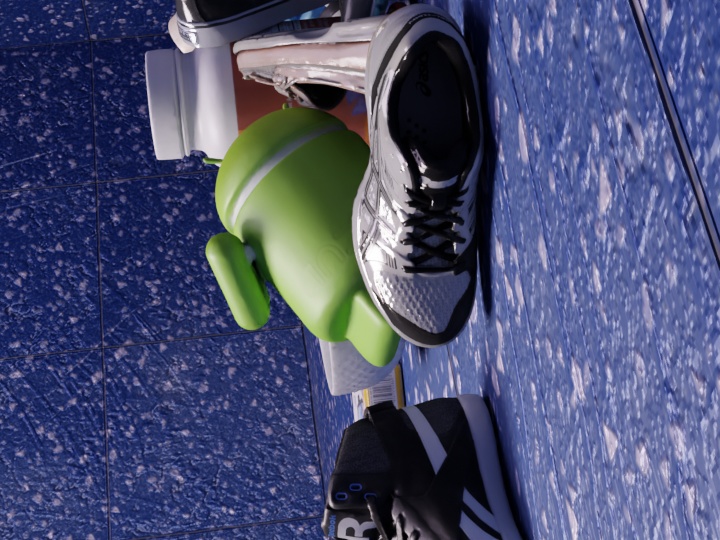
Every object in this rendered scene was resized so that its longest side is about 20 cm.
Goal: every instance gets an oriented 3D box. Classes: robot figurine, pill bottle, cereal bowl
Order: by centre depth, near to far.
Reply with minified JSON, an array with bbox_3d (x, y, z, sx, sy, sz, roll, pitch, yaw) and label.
[{"bbox_3d":[-0.022,-0.032,0.918,0.200,0.175,0.116,48,158,19],"label":"robot figurine"},{"bbox_3d":[-0.065,-0.138,1.028,0.112,0.198,0.113,174,90,-85],"label":"pill bottle"},{"bbox_3d":[0.000,0.000,1.091,0.200,0.083,0.202,171,90,-86],"label":"cereal bowl"}]

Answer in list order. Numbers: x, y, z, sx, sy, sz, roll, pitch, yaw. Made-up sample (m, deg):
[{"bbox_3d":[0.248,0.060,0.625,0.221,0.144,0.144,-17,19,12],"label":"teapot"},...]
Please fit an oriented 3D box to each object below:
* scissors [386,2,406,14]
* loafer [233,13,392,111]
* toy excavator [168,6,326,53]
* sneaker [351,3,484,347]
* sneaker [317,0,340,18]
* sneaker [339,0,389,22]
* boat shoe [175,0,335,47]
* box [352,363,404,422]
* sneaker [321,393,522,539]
[{"bbox_3d":[0.041,-0.110,0.896,0.201,0.014,0.074,-107,26,-48],"label":"scissors"},{"bbox_3d":[-0.022,-0.135,0.889,0.199,0.071,0.063,3,101,52],"label":"loafer"},{"bbox_3d":[-0.096,-0.243,1.188,0.100,0.199,0.196,-38,51,34],"label":"toy excavator"},{"bbox_3d":[0.033,-0.047,0.742,0.088,0.075,0.202,-116,20,-75],"label":"sneaker"},{"bbox_3d":[-0.002,-0.156,1.175,0.083,0.072,0.201,38,141,24],"label":"sneaker"},{"bbox_3d":[-0.022,-0.260,0.954,0.078,0.090,0.202,115,153,-78],"label":"sneaker"},{"bbox_3d":[-0.062,-0.241,1.008,0.073,0.198,0.069,35,143,41],"label":"boat shoe"},{"bbox_3d":[0.017,0.151,1.338,0.200,0.041,0.120,167,97,-82],"label":"box"},{"bbox_3d":[0.035,0.164,0.761,0.201,0.111,0.073,-101,7,-46],"label":"sneaker"}]
